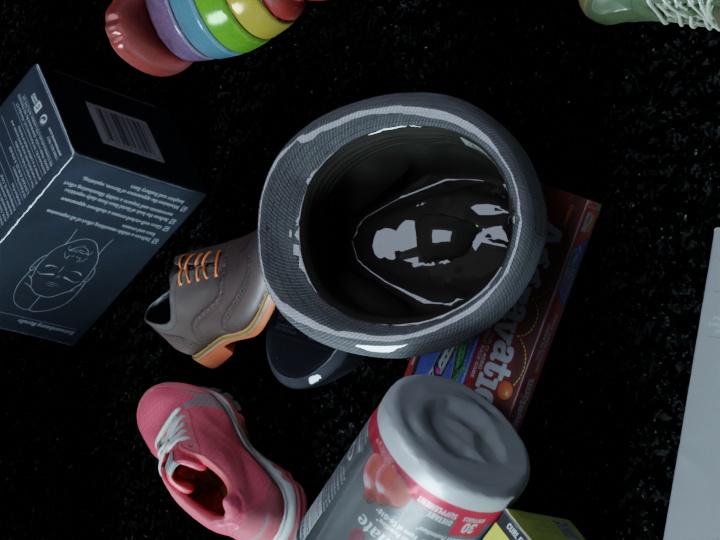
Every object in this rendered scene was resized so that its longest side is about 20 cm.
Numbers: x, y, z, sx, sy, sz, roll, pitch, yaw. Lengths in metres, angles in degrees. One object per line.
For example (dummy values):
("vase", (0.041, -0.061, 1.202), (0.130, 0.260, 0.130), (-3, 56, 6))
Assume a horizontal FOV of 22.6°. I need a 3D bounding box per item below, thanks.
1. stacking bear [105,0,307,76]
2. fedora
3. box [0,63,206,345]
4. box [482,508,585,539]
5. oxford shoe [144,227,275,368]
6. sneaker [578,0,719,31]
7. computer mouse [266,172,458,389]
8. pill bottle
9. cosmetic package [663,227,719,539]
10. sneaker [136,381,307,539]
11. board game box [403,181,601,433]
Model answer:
("stacking bear", (-0.088, -0.232, 1.424), (0.198, 0.114, 0.123), (-15, 61, 27))
("fedora", (0.037, -0.026, 1.229), (0.198, 0.090, 0.179), (-10, 78, 19))
("box", (-0.254, -0.050, 1.499), (0.200, 0.148, 0.108), (-46, 53, 23))
("box", (0.073, 0.250, 1.178), (0.201, 0.075, 0.050), (-57, 47, 17))
("oxford shoe", (-0.105, 0.012, 1.351), (0.200, 0.072, 0.072), (-46, 24, 50))
("sneaker", (0.227, -0.185, 1.150), (0.199, 0.067, 0.091), (-22, 60, 33))
("computer mouse", (0.000, 0.000, 1.328), (0.138, 0.053, 0.202), (20, 82, 42))
("pill bottle", (0.020, 0.176, 1.209), (0.201, 0.110, 0.111), (-58, 48, 30))
("cosmetic package", (0.247, 0.083, 1.041), (0.090, 0.106, 0.202), (2, 82, 43))
("sneaker", (-0.122, 0.140, 1.373), (0.200, 0.086, 0.074), (37, 103, 41))
("board game box", (0.091, 0.033, 1.253), (0.102, 0.019, 0.202), (23, 95, 42))
